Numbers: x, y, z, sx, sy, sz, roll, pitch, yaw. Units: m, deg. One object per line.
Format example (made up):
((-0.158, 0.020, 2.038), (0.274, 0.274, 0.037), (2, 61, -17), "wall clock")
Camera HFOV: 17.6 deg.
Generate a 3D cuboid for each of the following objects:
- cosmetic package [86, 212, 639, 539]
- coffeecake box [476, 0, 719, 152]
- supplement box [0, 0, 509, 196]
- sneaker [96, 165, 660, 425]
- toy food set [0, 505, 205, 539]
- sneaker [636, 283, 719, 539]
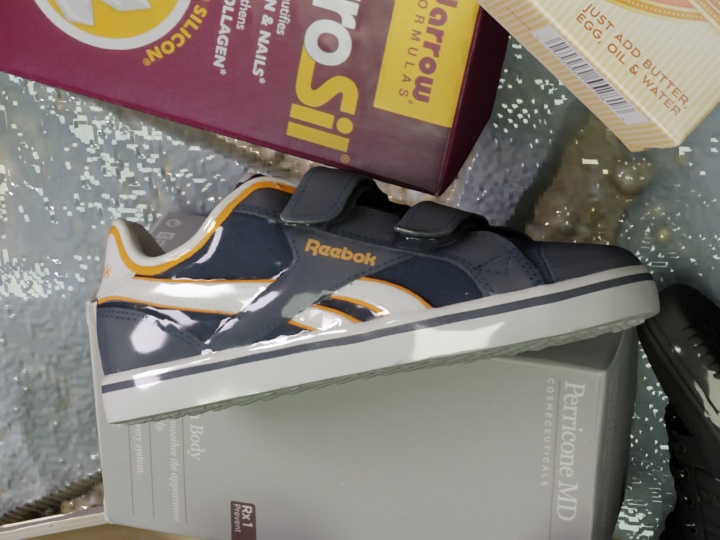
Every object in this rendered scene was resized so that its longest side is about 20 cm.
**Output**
((0.004, 0.050, 0.896), (0.198, 0.090, 0.108), (7, 118, 16), "cosmetic package")
((0.104, -0.163, 0.732), (0.153, 0.073, 0.200), (42, 87, -5), "coffeecake box")
((-0.044, -0.115, 0.837), (0.199, 0.086, 0.111), (16, 116, 8), "supplement box")
((0.000, 0.000, 0.802), (0.198, 0.078, 0.080), (-10, 84, 12), "sneaker")
((-0.110, 0.194, 1.008), (0.143, 0.060, 0.201), (-13, 110, 21), "toy food set")
((0.138, 0.108, 0.898), (0.104, 0.060, 0.200), (-32, 106, 22), "sneaker")
